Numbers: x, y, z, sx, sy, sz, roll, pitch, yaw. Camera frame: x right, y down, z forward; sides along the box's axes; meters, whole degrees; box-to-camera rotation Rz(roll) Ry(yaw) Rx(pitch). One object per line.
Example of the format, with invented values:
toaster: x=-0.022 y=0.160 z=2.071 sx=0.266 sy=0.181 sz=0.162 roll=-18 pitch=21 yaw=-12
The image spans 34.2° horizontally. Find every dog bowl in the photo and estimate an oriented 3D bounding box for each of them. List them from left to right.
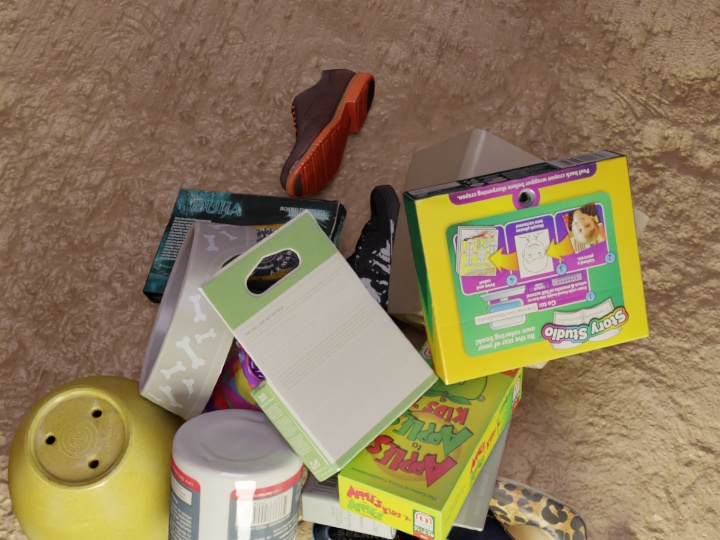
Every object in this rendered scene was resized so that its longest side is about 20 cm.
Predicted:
dog bowl: x=-0.160 y=0.043 z=1.130 sx=0.059 sy=0.200 sz=0.201 roll=19 pitch=65 yaw=-14

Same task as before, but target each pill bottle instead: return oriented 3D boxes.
pill bottle: x=-0.118 y=0.241 z=1.077 sx=0.119 sy=0.201 sz=0.120 roll=6 pitch=22 yaw=-2

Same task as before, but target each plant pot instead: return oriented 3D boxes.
plant pot: x=-0.258 y=0.182 z=1.141 sx=0.199 sy=0.142 sz=0.201 roll=0 pitch=64 yaw=0
plant pot: x=0.134 y=-0.009 z=1.184 sx=0.200 sy=0.200 sz=0.177 roll=26 pitch=81 yaw=-13

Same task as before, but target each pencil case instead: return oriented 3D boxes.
pencil case: x=-0.101 y=0.109 z=1.140 sx=0.088 sy=0.200 sz=0.089 roll=9 pitch=63 yaw=-18

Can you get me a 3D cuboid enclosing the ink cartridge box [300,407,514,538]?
ink cartridge box: x=0.053 y=0.173 z=1.144 sx=0.173 sy=0.044 sz=0.200 roll=10 pitch=41 yaw=13

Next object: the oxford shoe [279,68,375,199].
oxford shoe: x=-0.052 y=-0.158 z=1.335 sx=0.072 sy=0.071 sz=0.200 roll=18 pitch=49 yaw=16

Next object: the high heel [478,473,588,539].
high heel: x=0.165 y=0.292 z=1.099 sx=0.200 sy=0.071 sz=0.143 roll=37 pitch=63 yaw=-11

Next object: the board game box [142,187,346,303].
board game box: x=-0.125 y=-0.020 z=1.267 sx=0.199 sy=0.028 sz=0.136 roll=6 pitch=64 yaw=21

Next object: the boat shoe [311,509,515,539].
boat shoe: x=0.054 y=0.265 z=1.131 sx=0.199 sy=0.069 sz=0.084 roll=-4 pitch=77 yaw=-7

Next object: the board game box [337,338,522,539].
board game box: x=0.070 y=0.153 z=1.096 sx=0.101 sy=0.048 sz=0.200 roll=16 pitch=43 yaw=21

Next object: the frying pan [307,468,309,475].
frying pan: x=0.031 y=0.220 z=1.186 sx=0.190 sy=0.031 sz=0.115 roll=35 pitch=71 yaw=18

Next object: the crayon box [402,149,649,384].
crayon box: x=0.152 y=-0.004 z=1.069 sx=0.199 sy=0.058 sz=0.173 roll=-12 pitch=104 yaw=-8

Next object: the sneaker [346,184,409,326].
sneaker: x=0.000 y=0.001 z=1.268 sx=0.104 sy=0.060 sz=0.200 roll=-6 pitch=68 yaw=-7

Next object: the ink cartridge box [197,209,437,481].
ink cartridge box: x=-0.042 y=0.065 z=1.050 sx=0.145 sy=0.048 sz=0.200 roll=-38 pitch=88 yaw=-35
